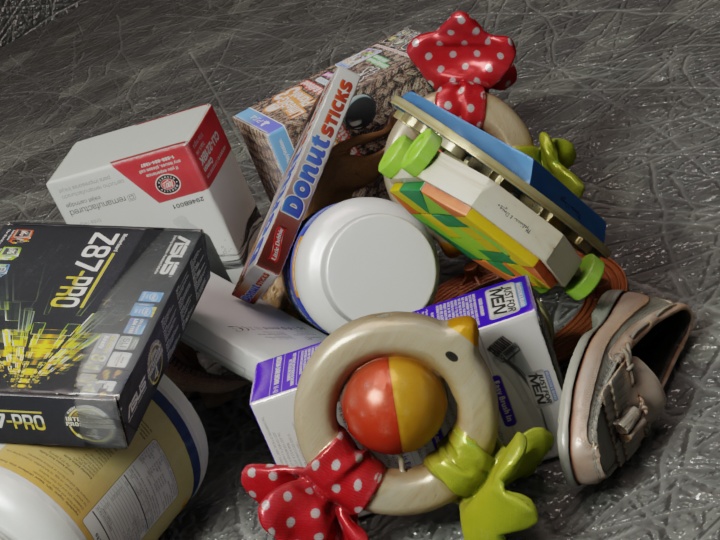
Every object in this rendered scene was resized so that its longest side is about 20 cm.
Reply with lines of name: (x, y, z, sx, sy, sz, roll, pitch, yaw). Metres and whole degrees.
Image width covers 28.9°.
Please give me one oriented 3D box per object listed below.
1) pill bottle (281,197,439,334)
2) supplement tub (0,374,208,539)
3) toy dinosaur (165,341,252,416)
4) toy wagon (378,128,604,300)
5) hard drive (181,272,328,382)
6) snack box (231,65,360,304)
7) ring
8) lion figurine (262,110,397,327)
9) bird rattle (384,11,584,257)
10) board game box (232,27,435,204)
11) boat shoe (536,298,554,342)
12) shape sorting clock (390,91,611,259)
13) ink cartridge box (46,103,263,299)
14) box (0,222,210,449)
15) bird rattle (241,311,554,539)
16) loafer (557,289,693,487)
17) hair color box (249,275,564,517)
pill bottle: (0.000, 0.000, 1.091, 0.111, 0.113, 0.200, -25, 3, -7)
supplement tub: (-0.212, 0.161, 0.967, 0.144, 0.145, 0.200, -4, 29, 34)
toy dinosaur: (-0.176, 0.067, 1.142, 0.199, 0.136, 0.086, 8, 37, 48)
toy wagon: (0.082, -0.036, 0.990, 0.040, 0.155, 0.200, -55, 12, -6)
hard drive: (-0.104, 0.041, 1.113, 0.199, 0.026, 0.131, 26, 13, 35)
snack box: (-0.052, -0.071, 1.151, 0.072, 0.024, 0.201, -45, 22, 61)
ring: (0.114, 0.031, 1.114, 0.199, 0.019, 0.201, -18, 25, 9)
lion figurine: (-0.024, -0.046, 1.226, 0.122, 0.202, 0.072, 3, 8, -42)
bird rattle: (0.094, -0.105, 1.183, 0.163, 0.200, 0.113, -39, 7, -2)
board game box: (0.008, -0.111, 1.328, 0.199, 0.160, 0.097, -29, 25, -14)
boat shoe: (0.046, 0.079, 0.998, 0.199, 0.074, 0.063, -27, 7, 14)
shape sorting clock: (0.103, -0.067, 1.043, 0.039, 0.199, 0.200, -57, 28, 2)
ink cartridge box: (-0.167, -0.029, 1.259, 0.143, 0.201, 0.084, -13, 29, 19)
box: (-0.208, 0.040, 0.974, 0.160, 0.049, 0.200, 4, 35, 11)
bird rattle: (0.019, 0.107, 0.883, 0.198, 0.164, 0.113, -5, 9, 14)
loafer: (0.177, 0.069, 0.923, 0.062, 0.072, 0.200, -3, 27, 22)
hair color box: (0.037, 0.090, 0.942, 0.199, 0.110, 0.065, -17, 22, 9)
